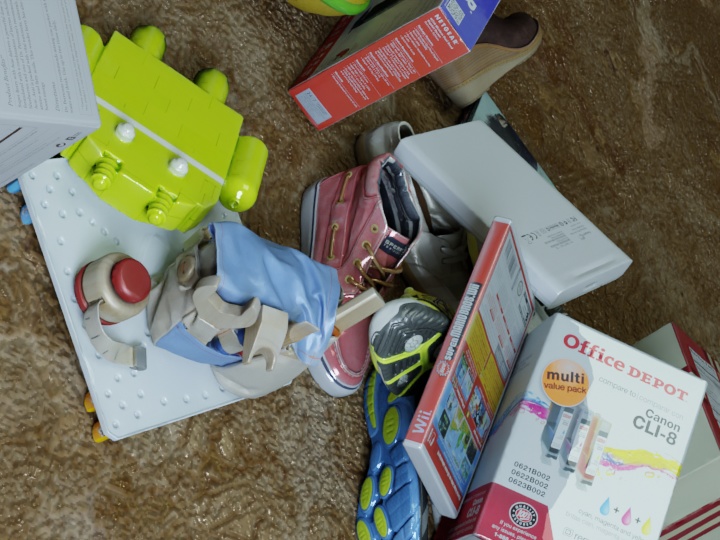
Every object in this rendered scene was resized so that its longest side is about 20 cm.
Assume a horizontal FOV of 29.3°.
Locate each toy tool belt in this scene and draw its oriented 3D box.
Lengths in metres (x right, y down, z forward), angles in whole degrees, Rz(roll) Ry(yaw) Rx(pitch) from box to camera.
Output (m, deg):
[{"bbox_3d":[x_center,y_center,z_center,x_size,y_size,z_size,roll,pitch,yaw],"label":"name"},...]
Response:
[{"bbox_3d":[-0.086,0.015,0.969,0.199,0.123,0.126,20,56,-44],"label":"toy tool belt"}]

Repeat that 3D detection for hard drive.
[{"bbox_3d":[0.137,-0.055,1.235,0.200,0.026,0.132,45,36,21],"label":"hard drive"}]

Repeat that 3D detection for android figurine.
[{"bbox_3d":[-0.153,-0.106,1.025,0.182,0.041,0.200,34,34,-17],"label":"android figurine"}]

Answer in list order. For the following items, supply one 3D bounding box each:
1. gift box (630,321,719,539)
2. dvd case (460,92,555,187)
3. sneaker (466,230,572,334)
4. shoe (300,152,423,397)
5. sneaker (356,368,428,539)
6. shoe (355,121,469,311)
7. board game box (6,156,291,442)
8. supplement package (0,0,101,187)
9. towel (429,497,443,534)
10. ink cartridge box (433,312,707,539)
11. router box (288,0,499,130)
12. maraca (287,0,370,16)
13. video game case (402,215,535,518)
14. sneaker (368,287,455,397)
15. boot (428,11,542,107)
[{"bbox_3d":[0.276,0.192,1.305,0.184,0.186,0.201,39,30,-34],"label":"gift box"},{"bbox_3d":[0.146,-0.090,1.396,0.146,0.022,0.200,52,27,-13],"label":"dvd case"},{"bbox_3d":[0.137,0.025,1.305,0.078,0.090,0.201,-36,114,-30],"label":"sneaker"},{"bbox_3d":[0.000,0.000,1.151,0.071,0.091,0.201,24,54,-42],"label":"shoe"},{"bbox_3d":[0.045,0.165,1.135,0.082,0.071,0.200,28,48,-31],"label":"sneaker"},{"bbox_3d":[0.059,-0.045,1.279,0.070,0.053,0.201,-31,96,-53],"label":"shoe"},{"bbox_3d":[-0.150,0.011,1.016,0.200,0.026,0.201,-13,81,-53],"label":"board game box"},{"bbox_3d":[-0.283,-0.130,0.850,0.199,0.119,0.122,1,72,-51],"label":"supplement package"},{"bbox_3d":[0.112,0.201,1.239,0.146,0.024,0.201,11,63,-47],"label":"towel"},{"bbox_3d":[0.171,0.164,1.141,0.145,0.145,0.201,24,69,-3],"label":"ink cartridge box"},{"bbox_3d":[0.046,-0.229,1.257,0.049,0.179,0.200,51,39,-20],"label":"router box"},{"bbox_3d":[-0.059,-0.313,1.234,0.200,0.107,0.137,50,26,-12],"label":"maraca"},{"bbox_3d":[0.090,0.077,1.082,0.201,0.017,0.143,-66,155,-24],"label":"video game case"},{"bbox_3d":[0.041,0.053,1.102,0.076,0.075,0.200,49,4,22],"label":"sneaker"},{"bbox_3d":[0.109,-0.280,1.448,0.167,0.072,0.200,59,41,-13],"label":"boot"}]
